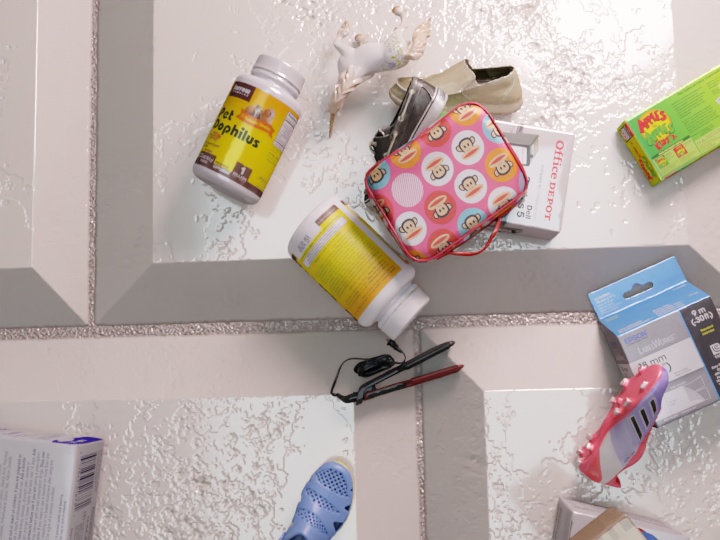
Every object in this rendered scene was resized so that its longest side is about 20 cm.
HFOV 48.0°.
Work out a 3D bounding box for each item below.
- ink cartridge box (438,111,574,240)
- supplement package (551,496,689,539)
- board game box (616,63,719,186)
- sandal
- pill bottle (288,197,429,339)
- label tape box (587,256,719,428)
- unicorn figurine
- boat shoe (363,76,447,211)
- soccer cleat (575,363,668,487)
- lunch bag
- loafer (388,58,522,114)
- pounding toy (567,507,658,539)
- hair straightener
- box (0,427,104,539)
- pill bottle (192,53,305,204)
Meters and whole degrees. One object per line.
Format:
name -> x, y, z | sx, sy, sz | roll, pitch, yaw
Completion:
ink cartridge box -> 0.195, -0.134, 1.158 | 0.197, 0.084, 0.148 | 9, 86, 6
supplement package -> 0.331, 0.428, 1.077 | 0.153, 0.111, 0.203 | 11, 85, 5
board game box -> 0.485, -0.218, 1.165 | 0.198, 0.048, 0.102 | -30, 82, 0
sandal -> -0.070, 0.363, 1.127 | 0.079, 0.087, 0.202 | 25, 85, 8
pill bottle -> 0.000, 0.000, 1.139 | 0.200, 0.109, 0.109 | 43, 88, 7
label tape box -> 0.427, 0.097, 1.128 | 0.143, 0.063, 0.202 | -23, 83, 1
unicorn figurine -> 0.009, -0.307, 1.184 | 0.198, 0.074, 0.139 | -22, 51, 33
boat shoe -> 0.047, -0.181, 1.154 | 0.063, 0.071, 0.201 | 26, 112, -12
soccer cleat -> 0.365, 0.211, 1.089 | 0.076, 0.067, 0.202 | 27, 118, 2
lunch bag -> 0.121, -0.104, 1.077 | 0.199, 0.082, 0.178 | -32, 86, 3
loafer -> 0.140, -0.271, 1.174 | 0.197, 0.076, 0.069 | 0, 125, -3
pounding toy -> 0.342, 0.382, 0.947 | 0.142, 0.184, 0.201 | -38, 73, 0
hair straightener -> 0.046, 0.138, 1.170 | 0.197, 0.041, 0.078 | -20, 79, 7
box -> -0.486, 0.325, 1.151 | 0.197, 0.105, 0.187 | 5, 85, 4
pill bottle -> -0.157, -0.207, 1.180 | 0.108, 0.109, 0.202 | 25, 86, 6
